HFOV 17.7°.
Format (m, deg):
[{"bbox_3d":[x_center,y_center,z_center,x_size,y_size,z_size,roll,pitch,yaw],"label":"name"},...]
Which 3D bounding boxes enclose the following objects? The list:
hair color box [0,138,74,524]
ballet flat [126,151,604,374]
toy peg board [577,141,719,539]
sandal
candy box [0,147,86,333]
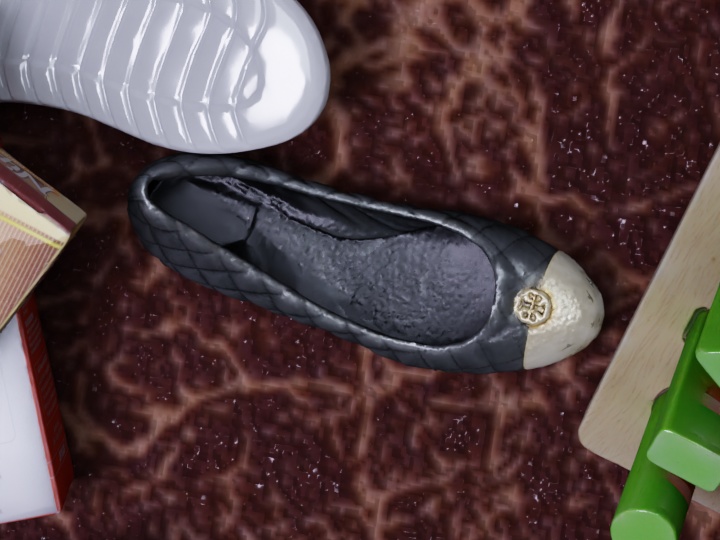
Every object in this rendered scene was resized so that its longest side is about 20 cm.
[{"bbox_3d":[-0.184,0.004,0.925,0.101,0.061,0.201,-10,99,0],"label":"hair color box"},{"bbox_3d":[0.000,0.000,0.933,0.199,0.057,0.067,14,90,5],"label":"ballet flat"},{"bbox_3d":[0.195,0.053,0.848,0.198,0.098,0.201,26,127,5],"label":"toy peg board"},{"bbox_3d":[-0.102,-0.100,0.946,0.201,0.050,0.083,11,105,18],"label":"sandal"},{"bbox_3d":[-0.208,0.025,0.868,0.115,0.055,0.200,37,97,-6],"label":"candy box"}]
